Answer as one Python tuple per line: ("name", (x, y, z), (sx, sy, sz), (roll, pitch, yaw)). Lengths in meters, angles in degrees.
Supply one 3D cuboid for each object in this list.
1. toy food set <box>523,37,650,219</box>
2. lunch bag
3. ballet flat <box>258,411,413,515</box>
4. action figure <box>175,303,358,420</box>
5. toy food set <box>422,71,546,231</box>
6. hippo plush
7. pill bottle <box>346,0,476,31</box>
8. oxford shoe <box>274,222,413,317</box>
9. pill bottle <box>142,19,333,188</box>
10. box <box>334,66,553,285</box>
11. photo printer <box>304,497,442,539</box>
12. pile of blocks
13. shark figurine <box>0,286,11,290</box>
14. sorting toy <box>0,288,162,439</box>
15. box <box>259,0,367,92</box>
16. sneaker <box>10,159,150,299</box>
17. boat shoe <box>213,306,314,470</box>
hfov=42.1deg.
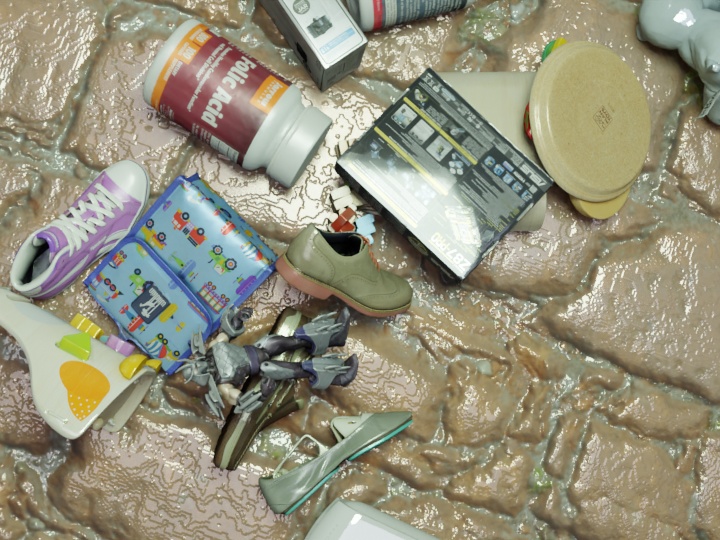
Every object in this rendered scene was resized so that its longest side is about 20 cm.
("toy food set", (0.275, -0.178, 1.120), (0.200, 0.049, 0.199), (34, 71, -24))
("lunch bag", (-0.215, 0.010, 1.090), (0.151, 0.094, 0.200), (45, 97, -3))
("ballet flat", (-0.032, 0.208, 1.096), (0.200, 0.067, 0.064), (-35, 83, -6))
("action figure", (-0.105, 0.095, 1.024), (0.199, 0.069, 0.131), (-6, 61, -23))
("toy food set", (0.147, -0.148, 1.137), (0.143, 0.060, 0.201), (0, 80, -2))
("hippo plush", (0.412, -0.273, 1.138), (0.200, 0.160, 0.161), (-36, 60, -20))
("pill bottle", (0.081, -0.363, 1.105), (0.199, 0.120, 0.120), (-14, 88, -5))
("oxford shoe", (0.000, 0.000, 1.058), (0.075, 0.200, 0.070), (-55, 49, 18))
("pill bottle", (-0.140, -0.189, 1.081), (0.200, 0.114, 0.114), (33, 85, -2))
("box", (0.095, -0.108, 1.073), (0.200, 0.049, 0.161), (43, 79, 4))
("photo printer", (0.018, 0.370, 1.089), (0.199, 0.069, 0.167), (27, 85, -3))
("pile of blocks", (-0.005, -0.069, 1.112), (0.082, 0.062, 0.201), (11, 87, -4))
("shark figurine", (-0.478, -0.027, 1.061), (0.127, 0.089, 0.216), (-7, 90, -6))
("sorting toy", (-0.322, 0.087, 1.016), (0.180, 0.200, 0.107), (38, 82, 2))
("box", (-0.076, -0.318, 1.092), (0.060, 0.117, 0.200), (-35, 90, -5))
("sneaker", (-0.316, -0.047, 1.061), (0.073, 0.114, 0.201), (38, 84, 0))
("boat shoe", (-0.099, 0.147, 1.090), (0.075, 0.075, 0.203), (27, 85, -9))
